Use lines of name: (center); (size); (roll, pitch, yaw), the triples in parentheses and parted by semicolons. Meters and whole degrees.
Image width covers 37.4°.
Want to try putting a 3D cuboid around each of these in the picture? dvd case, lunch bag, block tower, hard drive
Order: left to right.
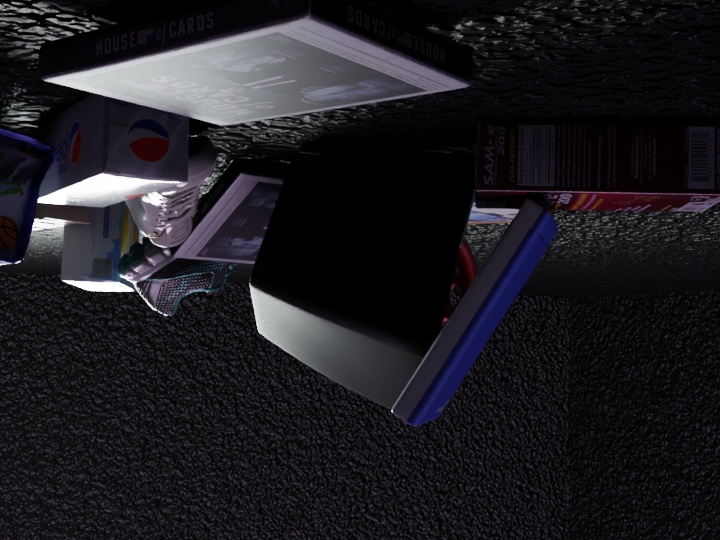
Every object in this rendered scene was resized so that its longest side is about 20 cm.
lunch bag: (-0.368, -0.069, 0.835); (0.199, 0.125, 0.170); (19, 167, -30)
block tower: (-0.369, -0.075, 1.179); (0.054, 0.058, 0.199); (4, 176, -43)
dvd case: (-0.060, -0.118, 0.605); (0.199, 0.025, 0.150); (-3, 174, 37)
dvd case: (-0.081, -0.055, 1.119); (0.199, 0.025, 0.150); (5, 144, -39)
hard drive: (0.101, 0.038, 0.899); (0.025, 0.201, 0.132); (33, -176, 13)

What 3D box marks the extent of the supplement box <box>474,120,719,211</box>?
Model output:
supplement box: (0.194, -0.084, 0.875); (0.199, 0.061, 0.109); (2, 176, 6)

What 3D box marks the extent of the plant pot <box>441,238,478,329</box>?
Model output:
plant pot: (0.033, 0.022, 1.449); (0.199, 0.202, 0.182); (3, 178, -28)

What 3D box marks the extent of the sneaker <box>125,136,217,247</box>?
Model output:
sneaker: (-0.161, -0.066, 0.937); (0.073, 0.085, 0.200); (-26, -170, -20)

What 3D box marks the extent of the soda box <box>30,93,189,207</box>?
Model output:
soda box: (-0.201, -0.091, 0.834); (0.068, 0.064, 0.200); (3, 176, -32)

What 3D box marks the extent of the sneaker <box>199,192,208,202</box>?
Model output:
sneaker: (-0.188, -0.057, 1.313); (0.084, 0.075, 0.200); (19, 170, 11)

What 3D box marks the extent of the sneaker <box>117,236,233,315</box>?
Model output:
sneaker: (-0.167, -0.022, 1.189); (0.199, 0.092, 0.078); (-29, -155, -5)

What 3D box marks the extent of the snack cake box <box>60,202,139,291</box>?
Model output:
snack cake box: (-0.307, -0.037, 1.271); (0.067, 0.116, 0.200); (2, 176, -6)

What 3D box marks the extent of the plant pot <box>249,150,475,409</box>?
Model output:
plant pot: (0.000, 0.000, 1.012); (0.176, 0.200, 0.200); (15, 156, 5)

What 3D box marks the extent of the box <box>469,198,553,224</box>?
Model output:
box: (0.119, -0.078, 1.136); (0.118, 0.042, 0.200); (-1, 178, 30)
